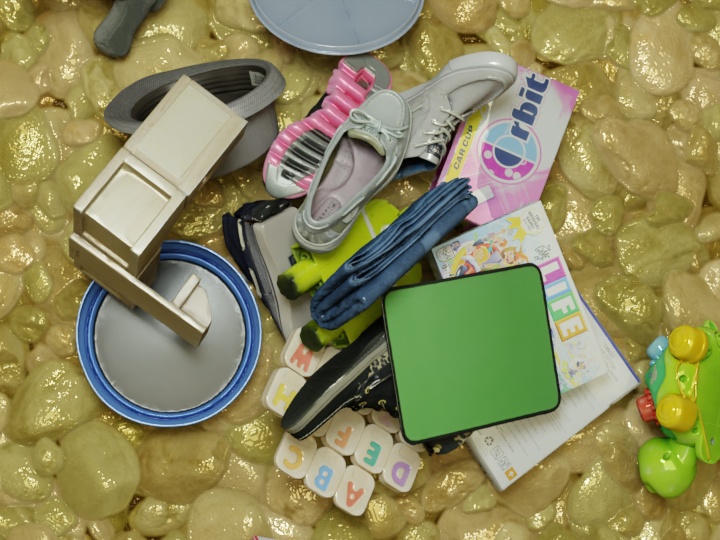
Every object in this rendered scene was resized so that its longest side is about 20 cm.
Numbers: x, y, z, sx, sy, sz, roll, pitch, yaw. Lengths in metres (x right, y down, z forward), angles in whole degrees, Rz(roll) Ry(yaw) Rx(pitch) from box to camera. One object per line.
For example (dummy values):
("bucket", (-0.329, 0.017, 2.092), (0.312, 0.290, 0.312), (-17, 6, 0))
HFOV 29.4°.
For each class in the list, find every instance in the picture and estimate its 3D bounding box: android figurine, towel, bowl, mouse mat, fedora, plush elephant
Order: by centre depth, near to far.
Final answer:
("towel", (0.032, -0.020, 1.406), (0.049, 0.112, 0.200), (49, 55, -2))
("mouse mat", (0.117, 0.084, 1.419), (0.199, 0.008, 0.162), (-9, 91, -26))
("android figurine", (0.000, 0.000, 1.474), (0.200, 0.041, 0.183), (-33, 107, -38))
("fedora", (-0.167, -0.156, 1.479), (0.198, 0.177, 0.091), (-8, 119, 14))
("bowl", (-0.206, 0.069, 1.484), (0.199, 0.039, 0.202), (1, 82, -6))
("plush elephant", (-0.267, -0.369, 1.488), (0.200, 0.155, 0.164), (-39, 133, 21))

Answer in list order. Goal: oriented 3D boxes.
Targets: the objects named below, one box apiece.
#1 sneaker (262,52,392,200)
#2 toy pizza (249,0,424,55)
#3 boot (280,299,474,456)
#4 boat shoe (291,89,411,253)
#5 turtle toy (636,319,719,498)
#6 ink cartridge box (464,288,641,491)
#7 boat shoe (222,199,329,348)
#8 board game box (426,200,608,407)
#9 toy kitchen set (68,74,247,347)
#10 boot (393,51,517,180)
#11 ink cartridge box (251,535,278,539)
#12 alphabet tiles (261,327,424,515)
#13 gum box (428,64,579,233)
("sneaker", (-0.041, -0.146, 1.500), (0.079, 0.095, 0.200), (41, 66, -5))
("toy pizza", (-0.027, -0.311, 1.534), (0.198, 0.032, 0.201), (2, 56, -2))
("boot", (0.032, 0.143, 1.416), (0.203, 0.073, 0.154), (-41, 106, -19))
("boat shoe", (-0.004, -0.110, 1.410), (0.074, 0.065, 0.203), (32, 66, 4))
("turtle toy", (0.360, 0.151, 1.505), (0.145, 0.101, 0.202), (20, 78, -33))
("ink cartridge box", (0.175, 0.104, 1.518), (0.199, 0.047, 0.198), (-35, 91, -12))
("boat shoe", (-0.086, 0.012, 1.496), (0.074, 0.092, 0.201), (-28, 114, -31))
("board game box", (0.168, 0.043, 1.476), (0.134, 0.034, 0.201), (-24, 94, -10))
("toy kitchen set", (-0.176, -0.047, 1.390), (0.163, 0.200, 0.181), (36, 70, 0))
("boot", (0.091, -0.158, 1.472), (0.073, 0.200, 0.096), (21, 63, -31))
("ink cartridge box", (-0.087, 0.383, 1.403), (0.084, 0.145, 0.202), (11, 81, -5))
("alphabet tiles", (-0.009, 0.150, 1.467), (0.199, 0.015, 0.197), (35, 63, -21))
("gum box", (0.158, -0.137, 1.539), (0.113, 0.066, 0.201), (23, 80, -5))
